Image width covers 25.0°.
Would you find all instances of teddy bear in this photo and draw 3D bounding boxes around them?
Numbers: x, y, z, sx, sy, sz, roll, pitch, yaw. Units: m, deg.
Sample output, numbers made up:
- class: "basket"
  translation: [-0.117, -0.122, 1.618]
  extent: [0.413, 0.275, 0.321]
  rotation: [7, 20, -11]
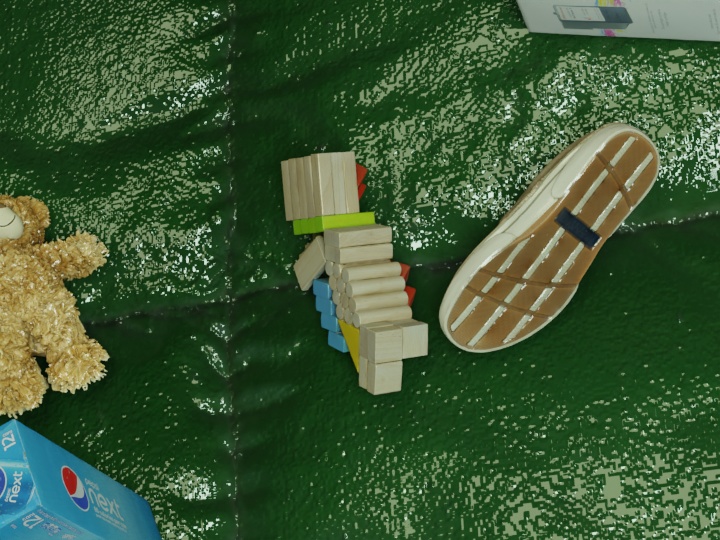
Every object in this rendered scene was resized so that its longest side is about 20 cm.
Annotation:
- class: "teddy bear"
  translation: [-0.269, 0.020, 1.278]
  extent: [0.144, 0.067, 0.201]
  rotation: [-11, 65, 12]

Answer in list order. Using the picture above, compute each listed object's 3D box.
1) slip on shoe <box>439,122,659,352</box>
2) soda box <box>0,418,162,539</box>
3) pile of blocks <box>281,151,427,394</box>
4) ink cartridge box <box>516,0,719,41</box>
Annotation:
- class: "slip on shoe"
  translation: [0.130, -0.026, 1.163]
  extent: [0.200, 0.076, 0.061]
  rotation: [-51, 21, 2]
- class: "soda box"
  translation: [-0.204, 0.173, 1.110]
  extent: [0.064, 0.200, 0.068]
  rotation: [-29, 60, 6]
- class: "pile of blocks"
  translation: [0.000, 0.000, 1.205]
  extent: [0.062, 0.082, 0.201]
  rotation: [-6, 68, -31]
- class: "ink cartridge box"
  translation: [0.187, -0.243, 1.230]
  extent: [0.199, 0.067, 0.118]
  rotation: [7, 70, 21]
